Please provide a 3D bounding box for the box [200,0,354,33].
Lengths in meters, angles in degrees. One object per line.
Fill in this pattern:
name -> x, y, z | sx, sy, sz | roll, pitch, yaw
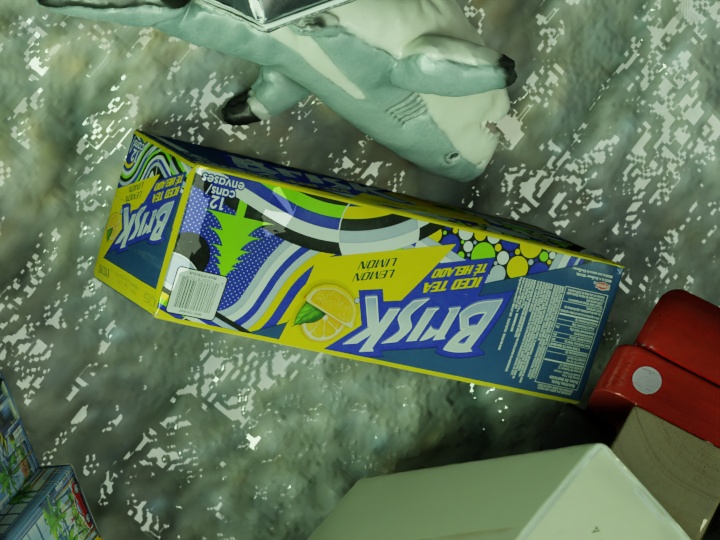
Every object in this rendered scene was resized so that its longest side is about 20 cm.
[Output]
box -> -0.001, -0.187, 0.983 | 0.200, 0.197, 0.124 | -22, 112, -19

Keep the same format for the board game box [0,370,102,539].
board game box -> -0.168, 0.126, 0.960 | 0.200, 0.062, 0.200 | -53, 131, -52

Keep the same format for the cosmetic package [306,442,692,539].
cosmetic package -> 0.049, 0.136, 1.060 | 0.103, 0.200, 0.087 | 47, 67, -11

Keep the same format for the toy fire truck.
toy fire truck -> 0.158, 0.060, 1.157 | 0.129, 0.176, 0.200 | 27, 68, 7

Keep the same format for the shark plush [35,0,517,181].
shark plush -> -0.025, -0.080, 1.081 | 0.200, 0.091, 0.083 | 2, 134, -32

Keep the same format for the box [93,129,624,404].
box -> 0.000, 0.000, 1.111 | 0.200, 0.070, 0.064 | 13, 97, -29
